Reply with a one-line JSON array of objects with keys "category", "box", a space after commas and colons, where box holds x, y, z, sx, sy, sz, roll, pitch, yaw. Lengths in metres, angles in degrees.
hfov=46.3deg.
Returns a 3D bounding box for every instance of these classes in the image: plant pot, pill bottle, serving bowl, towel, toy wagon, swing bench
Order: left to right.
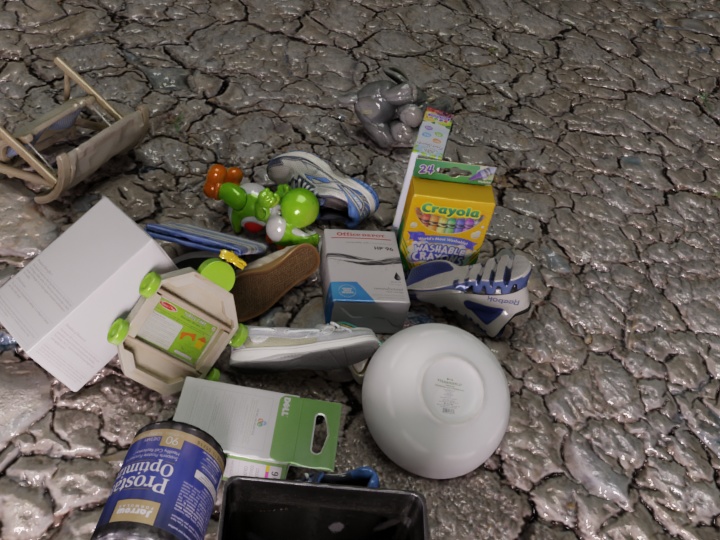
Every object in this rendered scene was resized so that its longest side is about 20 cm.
[{"category": "swing bench", "box": [-0.484, -0.218, 1.367, 0.200, 0.130, 0.199, 30, 44, 12]}, {"category": "pill bottle", "box": [-0.219, 0.269, 0.894, 0.111, 0.112, 0.200, 12, 41, 0]}, {"category": "toy wagon", "box": [-0.216, 0.060, 1.067, 0.155, 0.200, 0.040, 35, -3, -34]}, {"category": "towel", "box": [-0.220, -0.042, 1.225, 0.146, 0.024, 0.200, 14, 4, 3]}, {"category": "plant pot", "box": [-0.045, 0.339, 0.807, 0.199, 0.178, 0.200, 6, 41, -6]}, {"category": "serving bowl", "box": [0.105, 0.158, 1.065, 0.199, 0.066, 0.201, 5, 70, -14]}]

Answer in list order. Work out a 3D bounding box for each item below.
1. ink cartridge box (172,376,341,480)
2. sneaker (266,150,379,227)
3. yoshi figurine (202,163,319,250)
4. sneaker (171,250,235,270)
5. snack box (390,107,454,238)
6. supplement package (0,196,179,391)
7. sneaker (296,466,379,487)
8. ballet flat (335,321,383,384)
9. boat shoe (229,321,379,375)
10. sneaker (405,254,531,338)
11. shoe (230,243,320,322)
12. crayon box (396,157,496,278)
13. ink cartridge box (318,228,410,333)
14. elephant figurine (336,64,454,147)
[{"category": "ink cartridge box", "box": [-0.129, 0.202, 1.028, 0.199, 0.059, 0.104, 10, 42, -2]}, {"category": "sneaker", "box": [-0.073, -0.131, 1.392, 0.199, 0.077, 0.085, 23, 46, 13]}, {"category": "yoshi figurine", "box": [-0.140, -0.111, 1.319, 0.200, 0.112, 0.112, 32, 61, 16]}, {"category": "sneaker", "box": [-0.258, 0.038, 1.180, 0.199, 0.071, 0.099, -15, 52, -23]}, {"category": "snack box", "box": [0.095, -0.138, 1.354, 0.053, 0.200, 0.142, 15, 41, 2]}, {"category": "supplement package", "box": [-0.341, 0.029, 1.069, 0.200, 0.117, 0.117, -44, 56, -13]}, {"category": "sneaker", "box": [-0.066, 0.266, 0.953, 0.199, 0.085, 0.077, -14, 47, -25]}, {"category": "ballet flat", "box": [0.030, 0.136, 1.141, 0.200, 0.071, 0.071, 27, 44, 17]}, {"category": "boat shoe", "box": [-0.076, 0.094, 1.114, 0.201, 0.074, 0.065, -8, 63, 12]}, {"category": "sneaker", "box": [0.167, 0.048, 1.259, 0.199, 0.115, 0.081, -4, 32, 28]}, {"category": "shoe", "box": [-0.147, 0.020, 1.238, 0.200, 0.070, 0.053, -30, 16, -33]}, {"category": "crayon box", "box": [0.126, -0.069, 1.284, 0.125, 0.200, 0.052, 6, 41, -6]}, {"category": "ink cartridge box", "box": [0.000, 0.000, 1.277, 0.116, 0.068, 0.200, 2, 42, -11]}, {"category": "elephant figurine", "box": [0.075, -0.324, 1.633, 0.141, 0.155, 0.200, -22, 18, 28]}]
